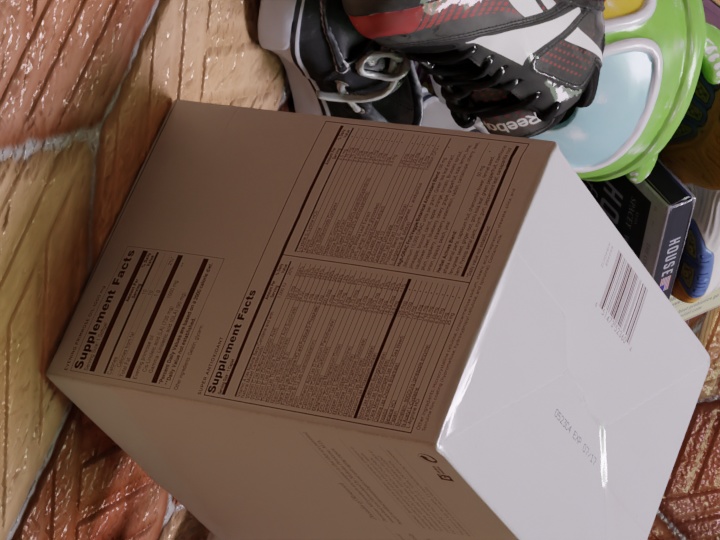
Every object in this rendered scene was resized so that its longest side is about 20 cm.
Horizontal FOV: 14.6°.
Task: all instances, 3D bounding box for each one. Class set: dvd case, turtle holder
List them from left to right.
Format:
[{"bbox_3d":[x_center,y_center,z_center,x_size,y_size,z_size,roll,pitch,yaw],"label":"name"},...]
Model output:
[{"bbox_3d":[0.123,-0.054,1.702,0.025,0.200,0.150,-23,145,-24],"label":"dvd case"},{"bbox_3d":[0.121,-0.130,1.545,0.132,0.141,0.185,-2,156,-41],"label":"turtle holder"}]

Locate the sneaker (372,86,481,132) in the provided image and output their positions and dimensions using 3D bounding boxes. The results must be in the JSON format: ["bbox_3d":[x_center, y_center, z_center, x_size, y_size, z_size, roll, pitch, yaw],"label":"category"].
[{"bbox_3d":[0.000,0.000,1.479,0.200,0.071,0.073,-62,162,7],"label":"sneaker"}]

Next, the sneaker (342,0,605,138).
[{"bbox_3d":[0.061,-0.110,1.334,0.200,0.071,0.098,-7,96,-57],"label":"sneaker"}]

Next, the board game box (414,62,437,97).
[{"bbox_3d":[0.030,-0.099,1.610,0.200,0.032,0.120,71,35,-69],"label":"board game box"}]

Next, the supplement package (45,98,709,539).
[{"bbox_3d":[0.013,0.042,1.229,0.191,0.200,0.147,50,56,-49],"label":"supplement package"}]

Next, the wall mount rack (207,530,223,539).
[{"bbox_3d":[-0.090,0.174,1.402,0.174,0.074,0.200,-35,142,-63],"label":"wall mount rack"}]

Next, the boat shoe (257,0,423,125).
[{"bbox_3d":[-0.002,-0.111,1.366,0.199,0.068,0.074,78,32,-64],"label":"boat shoe"}]

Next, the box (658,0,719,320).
[{"bbox_3d":[0.156,-0.087,1.760,0.097,0.176,0.200,-20,138,-29],"label":"box"}]

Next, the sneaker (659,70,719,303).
[{"bbox_3d":[0.220,-0.072,1.634,0.088,0.075,0.200,-24,148,-27],"label":"sneaker"}]
